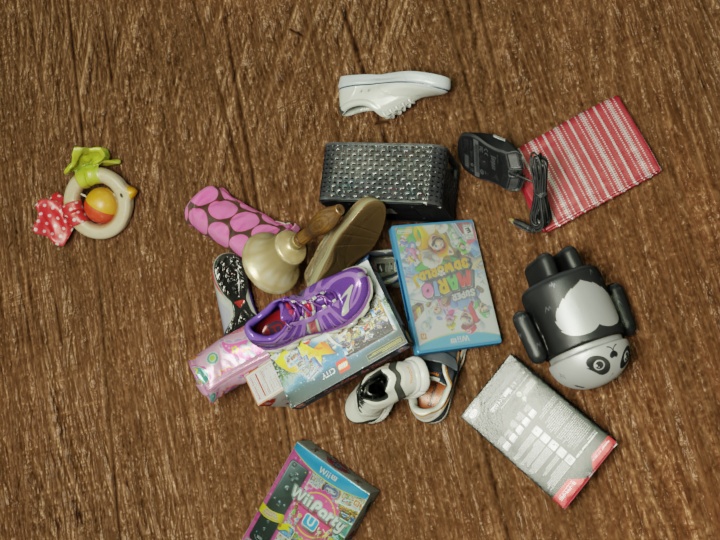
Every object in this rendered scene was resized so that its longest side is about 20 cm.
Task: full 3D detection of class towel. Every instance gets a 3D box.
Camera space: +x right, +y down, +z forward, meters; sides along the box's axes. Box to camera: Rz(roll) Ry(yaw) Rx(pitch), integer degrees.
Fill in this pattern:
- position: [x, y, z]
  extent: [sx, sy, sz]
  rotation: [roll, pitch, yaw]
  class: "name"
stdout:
- position: [0.338, -0.162, 1.288]
  extent: [0.198, 0.022, 0.146]
  rotation: [-28, 72, 10]
  class: "towel"

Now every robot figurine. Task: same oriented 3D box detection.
- position: [0.308, 0.070, 1.205]
  extent: [0.149, 0.124, 0.202]
  rotation: [-25, 74, 21]
  class: "robot figurine"

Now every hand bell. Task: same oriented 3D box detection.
- position: [-0.086, -0.048, 1.245]
  extent: [0.199, 0.103, 0.105]
  rotation: [-33, 69, 48]
  class: "hand bell"

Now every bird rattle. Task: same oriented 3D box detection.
- position: [-0.495, -0.125, 1.520]
  extent: [0.162, 0.113, 0.202]
  rotation: [29, 94, 4]
  class: "bird rattle"

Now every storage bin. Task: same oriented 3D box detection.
- position: [0.047, -0.136, 1.318]
  extent: [0.197, 0.135, 0.095]
  rotation: [3, 82, 19]
  class: "storage bin"

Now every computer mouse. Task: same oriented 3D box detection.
- position: [0.230, -0.140, 1.295]
  extent: [0.046, 0.142, 0.199]
  rotation: [-25, 31, -25]
  class: "computer mouse"

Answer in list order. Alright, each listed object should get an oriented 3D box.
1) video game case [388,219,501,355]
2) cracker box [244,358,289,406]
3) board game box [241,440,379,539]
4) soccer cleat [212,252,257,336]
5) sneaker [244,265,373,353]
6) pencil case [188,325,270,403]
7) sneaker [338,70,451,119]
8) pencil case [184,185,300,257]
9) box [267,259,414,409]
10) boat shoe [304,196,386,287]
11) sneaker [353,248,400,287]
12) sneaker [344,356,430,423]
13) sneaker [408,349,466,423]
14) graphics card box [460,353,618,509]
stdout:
- position: [0.129, 0.023, 1.281]
  extent: [0.141, 0.018, 0.203]
  rotation: [-5, 73, -20]
  class: "video game case"
- position: [-0.066, 0.142, 1.314]
  extent: [0.199, 0.134, 0.058]
  rotation: [-32, 73, 11]
  class: "cracker box"
- position: [-0.084, 0.393, 1.318]
  extent: [0.147, 0.064, 0.202]
  rotation: [30, 91, 20]
  class: "board game box"
- position: [-0.208, 0.069, 1.417]
  extent: [0.067, 0.073, 0.203]
  rotation: [-13, 94, -13]
  class: "soccer cleat"
- position: [-0.073, 0.058, 1.173]
  extent: [0.198, 0.083, 0.081]
  rotation: [-30, 71, 11]
  class: "sneaker"
- position: [-0.175, 0.132, 1.348]
  extent: [0.198, 0.088, 0.088]
  rotation: [-27, 73, -6]
  class: "pencil case"
- position: [0.055, -0.286, 1.382]
  extent: [0.198, 0.073, 0.072]
  rotation: [3, 91, 28]
  class: "sneaker"
- position: [-0.201, -0.076, 1.418]
  extent: [0.199, 0.091, 0.094]
  rotation: [29, 85, 22]
  class: "pencil case"
- position: [-0.039, 0.095, 1.220]
  extent: [0.199, 0.038, 0.138]
  rotation: [-30, 72, 12]
  class: "box"
- position: [-0.032, -0.041, 1.278]
  extent: [0.201, 0.071, 0.065]
  rotation: [-55, 44, 27]
  class: "boat shoe"
- position: [0.000, 0.000, 1.340]
  extent: [0.198, 0.085, 0.078]
  rotation: [-16, 77, 16]
  class: "sneaker"
- position: [0.020, 0.182, 1.267]
  extent: [0.200, 0.079, 0.075]
  rotation: [-44, 58, 49]
  class: "sneaker"
- position: [0.119, 0.133, 1.284]
  extent: [0.077, 0.079, 0.203]
  rotation: [5, 81, 19]
  class: "sneaker"
- position: [0.261, 0.234, 1.235]
  extent: [0.199, 0.051, 0.126]
  rotation: [39, 95, 19]
  class: "graphics card box"
